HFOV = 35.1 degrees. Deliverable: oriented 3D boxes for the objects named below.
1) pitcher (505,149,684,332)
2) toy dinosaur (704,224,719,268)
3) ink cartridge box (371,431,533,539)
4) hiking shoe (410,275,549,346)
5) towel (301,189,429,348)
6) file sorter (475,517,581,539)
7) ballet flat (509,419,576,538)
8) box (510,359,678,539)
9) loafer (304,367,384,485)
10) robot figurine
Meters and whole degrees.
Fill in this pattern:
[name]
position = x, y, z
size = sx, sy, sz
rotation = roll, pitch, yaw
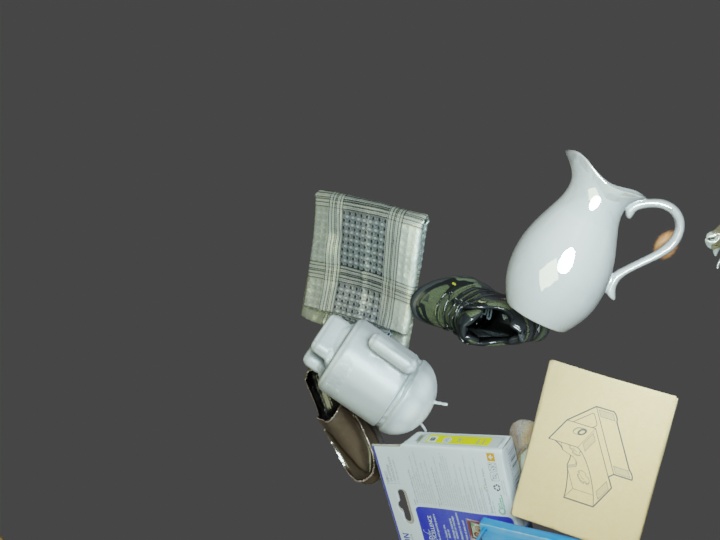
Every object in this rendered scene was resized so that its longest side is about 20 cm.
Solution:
[pitcher]
position = 0.279, -0.020, 1.377
size = 0.170, 0.121, 0.202
rotation = 28, 101, 10
[toy dinosaur]
position = 0.475, -0.084, 1.265
size = 0.198, 0.077, 0.103
rotation = -22, 97, 29
[ink cartridge box]
position = 0.130, 0.312, 1.533
size = 0.198, 0.047, 0.200
rotation = -1, 115, 36
[hiking shoe]
position = 0.141, 0.053, 1.478
size = 0.198, 0.100, 0.077
rotation = 8, 101, 32
[towel]
position = 0.000, 0.000, 1.604
size = 0.191, 0.034, 0.203
rotation = 16, 107, 30
[file sorter]
position = 0.208, 0.441, 1.443
size = 0.137, 0.123, 0.202
rotation = 5, 123, 32
[ballet flat]
position = 0.254, 0.275, 1.458
size = 0.200, 0.067, 0.068
rotation = 48, 120, 18
[box]
position = 0.286, 0.230, 1.407
size = 0.162, 0.021, 0.202
rotation = 15, 90, 18
[loafer]
position = -0.032, 0.218, 1.637
size = 0.073, 0.071, 0.202
rotation = -32, 79, 33
[robot figurine]
position = 0.021, 0.146, 1.549
size = 0.199, 0.113, 0.170
rotation = 33, 147, 2
